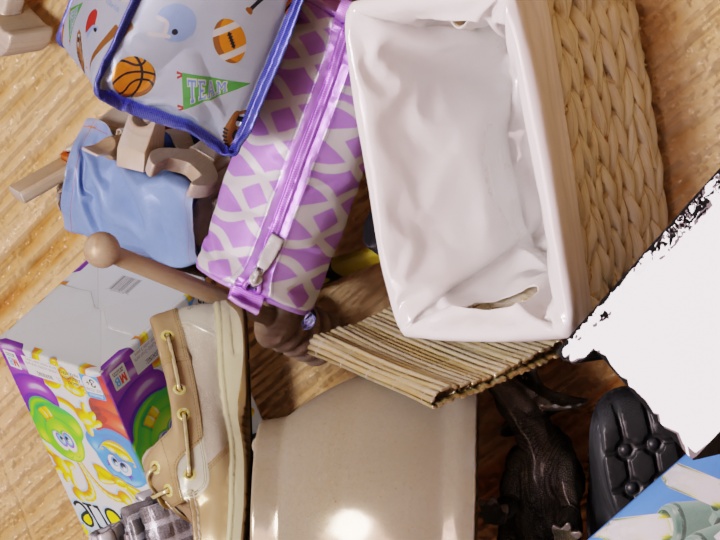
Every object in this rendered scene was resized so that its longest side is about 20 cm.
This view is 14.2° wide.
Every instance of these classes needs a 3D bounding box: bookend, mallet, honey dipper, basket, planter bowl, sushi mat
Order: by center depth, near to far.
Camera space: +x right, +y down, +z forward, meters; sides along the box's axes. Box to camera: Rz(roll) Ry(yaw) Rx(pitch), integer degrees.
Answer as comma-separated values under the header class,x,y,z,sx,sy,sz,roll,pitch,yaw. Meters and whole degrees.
class,x,y,z,sx,sy,sz,roll,pitch,yaw
bookend,0.246,0.041,1.525,0.200,0.092,0.199,49,114,20
basket,0.090,-0.070,1.648,0.135,0.123,0.200,0,104,43
sushi mat,0.045,0.043,1.696,0.200,0.096,0.012,18,128,67
planter bowl,0.003,0.150,1.721,0.134,0.200,0.201,0,109,2
honey dipper,-0.093,0.016,1.802,0.038,0.200,0.038,-21,59,39
mallet,0.000,0.000,1.820,0.200,0.066,0.041,-27,43,59

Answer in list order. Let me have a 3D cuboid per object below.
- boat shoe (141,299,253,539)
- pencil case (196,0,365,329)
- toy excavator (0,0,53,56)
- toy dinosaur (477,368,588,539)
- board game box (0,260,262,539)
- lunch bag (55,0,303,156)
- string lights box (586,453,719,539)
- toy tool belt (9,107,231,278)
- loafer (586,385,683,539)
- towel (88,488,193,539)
class,x,y,z,sx,sy,sz,roll,pitch,yaw
boat shoe,-0.098,0.115,1.739,0.074,0.066,0.200,88,180,-65
pencil case,-0.036,-0.070,1.754,0.084,0.085,0.200,20,98,9
toy excavator,-0.195,-0.232,1.895,0.200,0.100,0.195,16,113,53
toy dinosaur,0.108,0.141,1.723,0.077,0.102,0.200,6,130,17
board game box,-0.136,0.103,1.883,0.105,0.103,0.200,14,136,42
lunch bag,-0.095,-0.193,1.734,0.200,0.124,0.170,-64,20,10
string lights box,0.186,0.171,1.616,0.200,0.059,0.103,-42,72,7
toy tool belt,-0.120,-0.048,1.852,0.200,0.123,0.125,12,112,40
loafer,0.169,0.166,1.698,0.068,0.070,0.201,-7,97,0
towel,-0.060,0.200,1.824,0.085,0.200,0.166,-11,97,49
